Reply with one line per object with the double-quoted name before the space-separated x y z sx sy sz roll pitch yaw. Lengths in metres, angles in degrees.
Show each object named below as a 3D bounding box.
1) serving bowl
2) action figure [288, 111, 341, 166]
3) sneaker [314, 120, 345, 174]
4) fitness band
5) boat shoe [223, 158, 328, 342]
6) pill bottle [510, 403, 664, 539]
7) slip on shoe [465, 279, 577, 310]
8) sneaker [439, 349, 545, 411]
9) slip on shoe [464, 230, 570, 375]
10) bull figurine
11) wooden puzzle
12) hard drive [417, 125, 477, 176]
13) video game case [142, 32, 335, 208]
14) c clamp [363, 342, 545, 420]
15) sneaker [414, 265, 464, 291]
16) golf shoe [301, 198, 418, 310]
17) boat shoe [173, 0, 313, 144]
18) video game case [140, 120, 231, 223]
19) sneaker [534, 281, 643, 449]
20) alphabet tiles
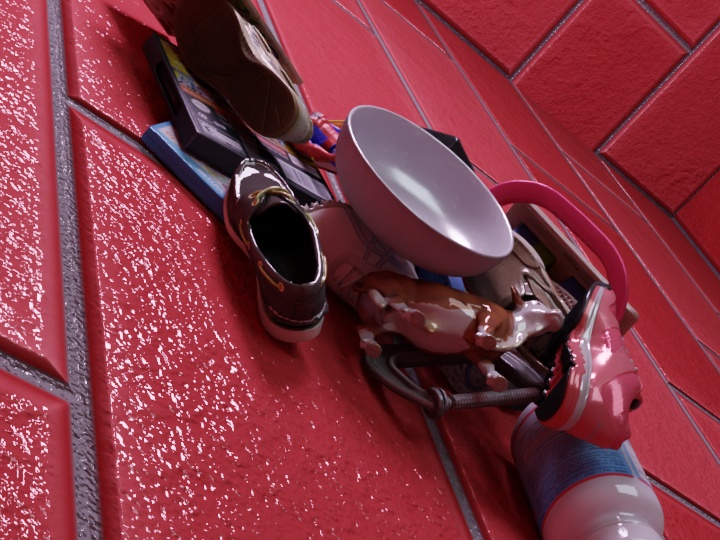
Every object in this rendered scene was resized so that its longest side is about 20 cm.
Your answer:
"serving bowl" 0.050 -0.063 1.169 0.199 0.066 0.201 32 26 -18
"action figure" -0.012 -0.117 1.275 0.199 0.052 0.065 40 45 14
"sneaker" -0.017 -0.142 1.393 0.197 0.078 0.073 22 7 16
"fitness band" 0.187 -0.002 1.291 0.200 0.144 0.037 46 0 19
"boat shoe" -0.069 -0.033 1.051 0.071 0.061 0.203 -5 46 -19
"pill bottle" 0.206 0.204 1.108 0.108 0.109 0.201 36 19 -24
"slip on shoe" 0.155 0.035 1.348 0.197 0.075 0.061 17 -16 28
"sneaker" 0.119 0.086 1.280 0.087 0.075 0.199 42 5 39
"slip on shoe" 0.154 0.029 1.229 0.060 0.076 0.201 0 52 -57
"bull figurine" 0.086 0.050 1.112 0.196 0.066 0.122 11 19 -1
"wooden puzzle" 0.193 0.041 1.382 0.046 0.201 0.186 -31 73 -38
"hard drive" 0.100 -0.085 1.453 0.139 0.033 0.201 24 -28 49
"video game case" -0.118 -0.139 1.244 0.199 0.026 0.182 28 24 -41
"c clamp" 0.107 0.101 1.110 0.197 0.027 0.171 2 26 -27
"sneaker" 0.067 -0.017 1.318 0.077 0.071 0.200 5 30 -35
"golf shoe" 0.000 0.000 1.178 0.199 0.078 0.098 23 33 -47
"boat shoe" -0.119 -0.199 1.231 0.201 0.073 0.063 55 13 24
"video game case" -0.123 -0.095 1.203 0.143 0.018 0.200 45 17 0
"sneaker" 0.214 0.090 1.113 0.086 0.074 0.201 31 37 -3
"alphabet tiles" -0.167 -0.271 1.317 0.198 0.008 0.168 20 -23 39
